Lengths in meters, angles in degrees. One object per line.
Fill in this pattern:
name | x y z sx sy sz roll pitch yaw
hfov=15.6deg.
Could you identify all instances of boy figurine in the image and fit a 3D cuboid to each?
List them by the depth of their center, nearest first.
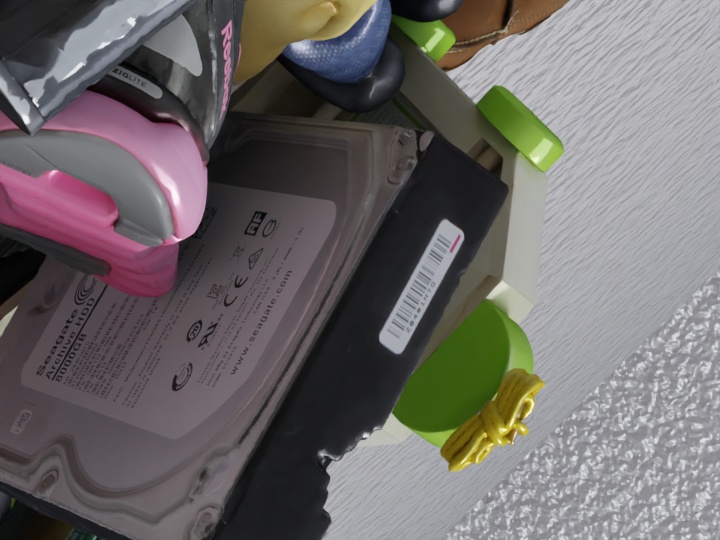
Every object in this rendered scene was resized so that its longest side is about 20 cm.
boy figurine | -0.013 -0.105 0.780 0.125 0.064 0.200 -54 165 -5

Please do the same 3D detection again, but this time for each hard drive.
hard drive | -0.049 0.018 0.802 0.140 0.038 0.200 -61 -153 -10

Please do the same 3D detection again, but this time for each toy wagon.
toy wagon | 0.000 0.000 0.874 0.155 0.200 0.040 -47 140 6

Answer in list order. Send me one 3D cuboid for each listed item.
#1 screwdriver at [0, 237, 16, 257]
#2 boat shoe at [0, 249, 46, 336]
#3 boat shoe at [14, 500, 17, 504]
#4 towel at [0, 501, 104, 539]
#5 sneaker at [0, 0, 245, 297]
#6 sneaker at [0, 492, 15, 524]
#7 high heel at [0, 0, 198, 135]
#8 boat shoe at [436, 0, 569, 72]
screwdriver | -0.123 -0.027 0.998 0.200 0.029 0.028 -39 169 6
boat shoe | -0.137 0.026 0.940 0.201 0.063 0.074 -38 143 -48
boat shoe | -0.136 0.113 1.184 0.091 0.071 0.200 -49 -157 2
towel | -0.108 0.091 0.972 0.147 0.022 0.200 -40 -166 47
sneaker | -0.070 -0.051 0.745 0.200 0.079 0.096 157 -47 -73
sneaker | -0.151 0.040 1.105 0.083 0.072 0.200 -61 -176 -35
high heel | -0.061 -0.138 0.583 0.142 0.071 0.200 -40 141 -12
boat shoe | 0.046 -0.124 1.036 0.068 0.072 0.200 -20 -169 24
